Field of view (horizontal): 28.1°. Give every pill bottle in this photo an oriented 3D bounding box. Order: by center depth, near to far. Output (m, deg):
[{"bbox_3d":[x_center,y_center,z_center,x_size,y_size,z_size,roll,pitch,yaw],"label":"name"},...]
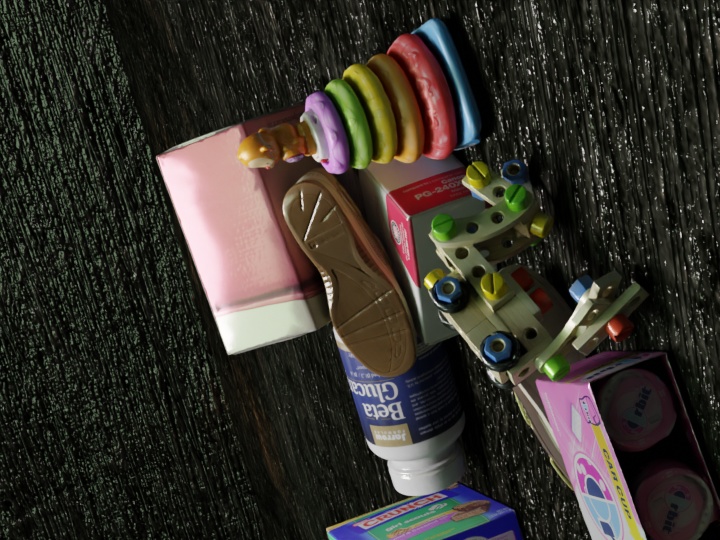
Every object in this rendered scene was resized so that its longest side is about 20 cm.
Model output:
[{"bbox_3d":[0.049,0.133,1.530,0.111,0.111,0.201,-148,39,-68],"label":"pill bottle"}]

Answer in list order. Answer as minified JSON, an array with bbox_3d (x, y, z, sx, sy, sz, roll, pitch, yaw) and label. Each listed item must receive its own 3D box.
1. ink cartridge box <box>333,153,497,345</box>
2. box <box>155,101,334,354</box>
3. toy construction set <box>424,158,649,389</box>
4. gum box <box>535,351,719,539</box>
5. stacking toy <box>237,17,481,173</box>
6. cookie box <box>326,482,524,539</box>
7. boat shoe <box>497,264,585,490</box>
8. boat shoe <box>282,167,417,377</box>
[{"bbox_3d":[0.046,-0.052,1.331,0.200,0.083,0.146,-127,21,-50],"label":"ink cartridge box"},{"bbox_3d":[-0.086,-0.041,1.348,0.128,0.108,0.201,-30,-78,-59],"label":"box"},{"bbox_3d":[0.123,0.008,1.065,0.200,0.131,0.092,49,173,44],"label":"toy construction set"},{"bbox_3d":[0.207,0.163,1.052,0.113,0.066,0.201,167,82,-77],"label":"gum box"},{"bbox_3d":[-0.008,-0.123,1.190,0.116,0.199,0.110,171,78,-75],"label":"stacking toy"},{"bbox_3d":[0.071,0.305,1.574,0.200,0.170,0.076,-179,71,-75],"label":"cookie box"},{"bbox_3d":[0.155,0.092,1.153,0.201,0.072,0.060,61,162,8],"label":"boat shoe"},{"bbox_3d":[0.000,0.000,1.292,0.201,0.071,0.065,65,-158,-15],"label":"boat shoe"}]
